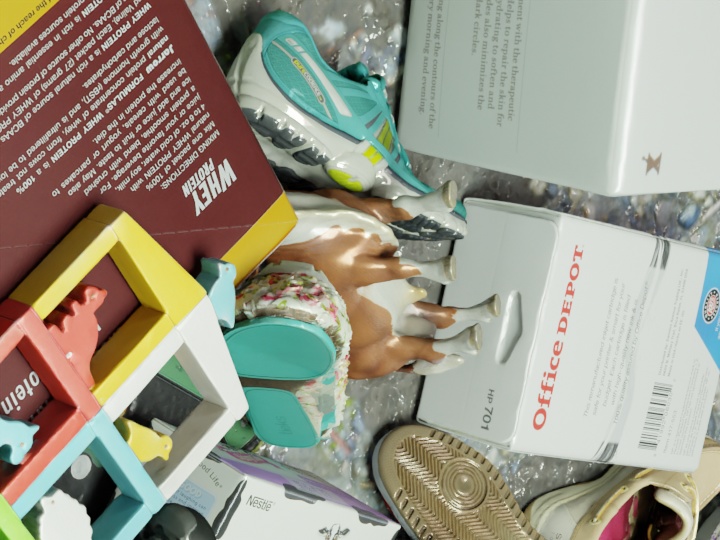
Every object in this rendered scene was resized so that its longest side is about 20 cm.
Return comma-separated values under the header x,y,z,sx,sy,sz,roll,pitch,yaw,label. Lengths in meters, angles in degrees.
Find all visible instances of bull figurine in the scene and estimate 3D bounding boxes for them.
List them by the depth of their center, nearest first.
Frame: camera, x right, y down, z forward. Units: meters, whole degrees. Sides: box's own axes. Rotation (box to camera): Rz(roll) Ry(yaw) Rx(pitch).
x,y,z,sx,sy,sz,roll,pitch,yaw,label
0.000,0.000,1.201,0.200,0.121,0.065,60,33,-58,bull figurine

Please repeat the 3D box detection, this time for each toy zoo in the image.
x,y,z,sx,sy,sz,roll,pitch,yaw,label
-0.125,0.064,0.975,0.200,0.020,0.131,-49,131,-24,toy zoo

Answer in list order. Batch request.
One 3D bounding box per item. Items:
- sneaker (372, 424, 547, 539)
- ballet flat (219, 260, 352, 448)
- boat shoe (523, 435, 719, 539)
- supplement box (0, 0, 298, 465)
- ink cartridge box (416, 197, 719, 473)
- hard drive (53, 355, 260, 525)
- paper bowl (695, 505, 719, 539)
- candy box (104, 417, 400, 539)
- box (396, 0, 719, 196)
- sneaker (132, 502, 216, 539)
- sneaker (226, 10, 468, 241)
x,y,z,sx,sy,sz,roll,pitch,yaw,label
0.069,0.176,1.373,0.200,0.112,0.071,43,66,-10,sneaker
-0.039,0.032,1.119,0.200,0.076,0.064,99,0,-68,ballet flat
0.193,0.164,1.484,0.200,0.069,0.074,-22,116,-40,boat shoe
-0.169,-0.043,1.012,0.197,0.133,0.200,-47,130,-26,supplement box
0.142,0.042,1.386,0.200,0.086,0.147,11,92,-45,ink cartridge box
-0.134,0.080,1.150,0.200,0.038,0.140,-42,128,-29,hard drive
0.304,0.237,1.592,0.200,0.104,0.201,-15,111,-42,paper bowl
-0.086,0.195,1.168,0.168,0.071,0.200,27,91,-56,candy box
0.153,-0.154,1.282,0.200,0.171,0.199,-4,104,-45,box
-0.075,0.195,1.064,0.090,0.070,0.200,-13,117,-36,sneaker
0.001,-0.072,1.225,0.200,0.077,0.080,38,62,-46,sneaker
